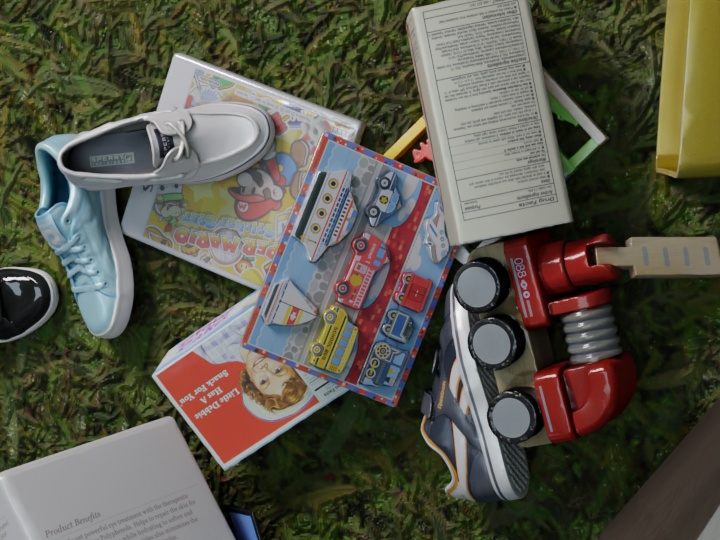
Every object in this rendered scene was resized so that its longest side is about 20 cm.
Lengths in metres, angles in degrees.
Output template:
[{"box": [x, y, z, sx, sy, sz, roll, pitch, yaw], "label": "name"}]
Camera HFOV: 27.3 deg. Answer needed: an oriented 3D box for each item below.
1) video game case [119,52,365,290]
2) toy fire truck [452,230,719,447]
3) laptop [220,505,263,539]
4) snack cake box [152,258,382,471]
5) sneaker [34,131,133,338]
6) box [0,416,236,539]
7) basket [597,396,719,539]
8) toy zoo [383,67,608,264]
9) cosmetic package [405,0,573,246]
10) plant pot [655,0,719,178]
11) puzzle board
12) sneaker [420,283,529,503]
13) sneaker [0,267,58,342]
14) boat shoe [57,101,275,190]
[{"box": [-0.114, -0.086, 1.394, 0.199, 0.023, 0.183, 22, 101, 15], "label": "video game case"}, {"box": [0.205, 0.044, 1.265, 0.199, 0.129, 0.177, -15, 90, 28], "label": "toy fire truck"}, {"box": [-0.144, 0.322, 1.394, 0.199, 0.103, 0.178, -17, 88, 18], "label": "laptop"}, {"box": [-0.076, 0.079, 1.359, 0.200, 0.067, 0.115, -34, 101, 17], "label": "snack cake box"}, {"box": [-0.274, -0.031, 1.410, 0.074, 0.082, 0.201, -16, 84, 43], "label": "sneaker"}, {"box": [-0.250, 0.266, 1.333, 0.200, 0.199, 0.172, -40, 73, 41], "label": "box"}, {"box": [0.322, 0.184, 1.223, 0.180, 0.136, 0.201, 30, 99, 11], "label": "basket"}, {"box": [0.105, -0.096, 1.324, 0.200, 0.020, 0.131, -44, 81, 16], "label": "toy zoo"}, {"box": [0.107, -0.127, 1.254, 0.103, 0.087, 0.201, -10, 90, -2], "label": "cosmetic package"}, {"box": [0.334, -0.169, 1.165, 0.175, 0.200, 0.201, 4, 96, 6], "label": "plant pot"}, {"box": [0.000, 0.000, 1.290, 0.150, 0.017, 0.201, 22, 88, -13], "label": "puzzle board"}, {"box": [0.089, 0.108, 1.316, 0.079, 0.078, 0.201, -13, 84, 29], "label": "sneaker"}, {"box": [-0.404, 0.046, 1.450, 0.199, 0.112, 0.073, -11, 92, 18], "label": "sneaker"}, {"box": [-0.176, -0.109, 1.347, 0.199, 0.065, 0.074, -15, 89, 2], "label": "boat shoe"}]
